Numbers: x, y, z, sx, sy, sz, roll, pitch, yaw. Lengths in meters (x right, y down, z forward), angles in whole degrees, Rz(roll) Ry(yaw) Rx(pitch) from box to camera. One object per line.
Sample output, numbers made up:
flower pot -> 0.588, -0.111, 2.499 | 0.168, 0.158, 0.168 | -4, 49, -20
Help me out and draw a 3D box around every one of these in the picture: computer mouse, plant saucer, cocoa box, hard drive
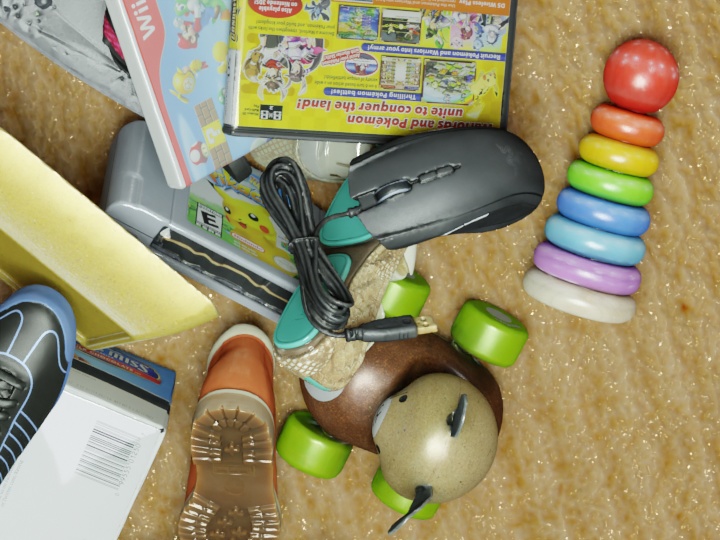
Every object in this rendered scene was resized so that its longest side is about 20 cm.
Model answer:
computer mouse -> 0.043, -0.029, 1.363 | 0.200, 0.046, 0.141 | -9, 70, -20
plant saucer -> -0.210, -0.009, 1.429 | 0.200, 0.200, 0.048 | 40, 74, -13
cocoa box -> -0.232, 0.153, 1.508 | 0.133, 0.131, 0.200 | 23, 103, -6
hard drive -> -0.141, -0.180, 1.464 | 0.200, 0.042, 0.135 | 30, 102, -12

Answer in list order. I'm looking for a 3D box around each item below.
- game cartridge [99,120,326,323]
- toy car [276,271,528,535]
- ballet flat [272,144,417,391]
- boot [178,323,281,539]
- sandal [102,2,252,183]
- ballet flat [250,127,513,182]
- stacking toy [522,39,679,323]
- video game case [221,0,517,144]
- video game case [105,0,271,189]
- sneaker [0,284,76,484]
game cartridge -> -0.086, -0.029, 1.462 | 0.200, 0.133, 0.040 | 28, 115, -18
toy car -> 0.035, 0.108, 1.475 | 0.158, 0.200, 0.164 | 24, 103, -10
ballet flat -> 0.000, 0.000, 1.415 | 0.070, 0.200, 0.065 | -1, 138, 40
boot -> -0.091, 0.132, 1.543 | 0.075, 0.107, 0.200 | 6, 133, -4
sandal -> -0.139, -0.138, 1.415 | 0.045, 0.075, 0.200 | -31, 109, -6
ballet flat -> 0.019, -0.091, 1.489 | 0.200, 0.062, 0.068 | 2, 105, -3
stacking toy -> 0.184, -0.067, 1.500 | 0.085, 0.085, 0.200 | 15, 100, -7
video game case -> 0.010, -0.175, 1.400 | 0.200, 0.025, 0.181 | 2, 97, -21
video game case -> -0.071, -0.160, 1.408 | 0.200, 0.017, 0.143 | -32, 115, -33
sneaker -> -0.251, 0.106, 1.387 | 0.070, 0.078, 0.200 | 27, 103, -3
